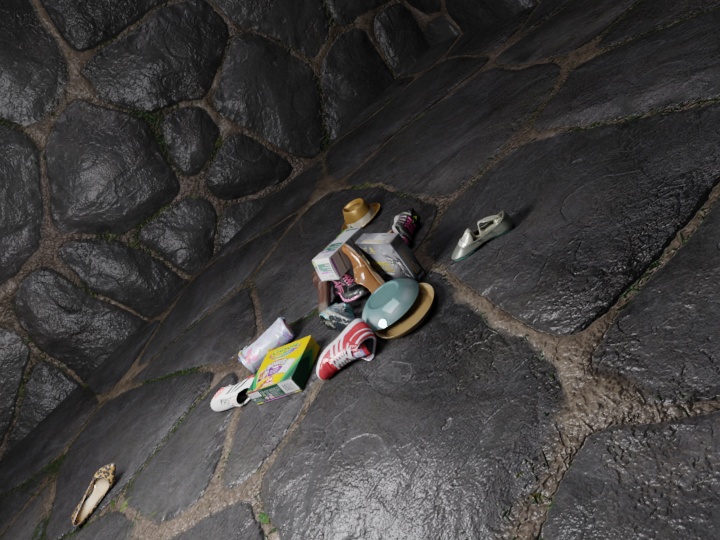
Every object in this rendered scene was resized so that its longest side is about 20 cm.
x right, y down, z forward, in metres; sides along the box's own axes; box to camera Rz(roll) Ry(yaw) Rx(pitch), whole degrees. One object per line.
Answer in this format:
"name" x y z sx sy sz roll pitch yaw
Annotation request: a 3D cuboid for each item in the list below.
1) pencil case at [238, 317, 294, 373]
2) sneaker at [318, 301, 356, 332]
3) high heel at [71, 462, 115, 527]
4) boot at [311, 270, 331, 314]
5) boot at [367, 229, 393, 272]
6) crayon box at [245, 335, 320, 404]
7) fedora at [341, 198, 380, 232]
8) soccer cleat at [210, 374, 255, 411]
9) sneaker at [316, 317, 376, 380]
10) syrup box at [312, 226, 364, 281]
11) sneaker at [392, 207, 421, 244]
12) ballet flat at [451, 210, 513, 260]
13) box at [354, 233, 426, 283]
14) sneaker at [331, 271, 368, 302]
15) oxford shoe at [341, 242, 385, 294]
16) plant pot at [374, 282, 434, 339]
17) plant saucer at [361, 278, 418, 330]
"pencil case" -0.311 0.248 1.939 0.199 0.083 0.091 -40 45 -3
"sneaker" -0.055 0.132 1.770 0.086 0.078 0.199 -44 23 -19
"high heel" -0.874 0.741 1.919 0.201 0.071 0.143 -53 14 12
"boot" -0.125 0.088 1.963 0.063 0.188 0.203 -4 56 -6
"boot" 0.037 -0.052 1.958 0.154 0.073 0.201 -16 31 42
"crayon box" -0.232 0.300 1.758 0.198 0.059 0.174 -24 28 33
"fedora" -0.015 -0.230 2.338 0.199 0.082 0.202 -33 24 16
"soccer cleat" -0.395 0.397 1.826 0.197 0.069 0.086 -28 21 15
"sneaker" -0.036 0.231 1.570 0.201 0.071 0.112 -51 34 1
"syrup box" -0.059 -0.054 1.868 0.078 0.083 0.200 -8 27 42
"sneaker" 0.160 -0.155 1.953 0.087 0.074 0.201 -38 18 19
"ballet flat" 0.327 -0.102 1.621 0.198 0.064 0.068 -31 24 20
"box" 0.088 -0.038 1.749 0.048 0.159 0.199 -47 25 -20
"sneaker" -0.045 0.040 1.877 0.078 0.097 0.199 -22 17 -24
"oxford shoe" 0.000 0.000 1.787 0.071 0.201 0.071 -41 -12 4
"plant pot" 0.123 0.115 1.591 0.198 0.028 0.201 -33 23 16
"plant saucer" 0.073 0.082 1.643 0.199 0.039 0.202 -33 24 16
